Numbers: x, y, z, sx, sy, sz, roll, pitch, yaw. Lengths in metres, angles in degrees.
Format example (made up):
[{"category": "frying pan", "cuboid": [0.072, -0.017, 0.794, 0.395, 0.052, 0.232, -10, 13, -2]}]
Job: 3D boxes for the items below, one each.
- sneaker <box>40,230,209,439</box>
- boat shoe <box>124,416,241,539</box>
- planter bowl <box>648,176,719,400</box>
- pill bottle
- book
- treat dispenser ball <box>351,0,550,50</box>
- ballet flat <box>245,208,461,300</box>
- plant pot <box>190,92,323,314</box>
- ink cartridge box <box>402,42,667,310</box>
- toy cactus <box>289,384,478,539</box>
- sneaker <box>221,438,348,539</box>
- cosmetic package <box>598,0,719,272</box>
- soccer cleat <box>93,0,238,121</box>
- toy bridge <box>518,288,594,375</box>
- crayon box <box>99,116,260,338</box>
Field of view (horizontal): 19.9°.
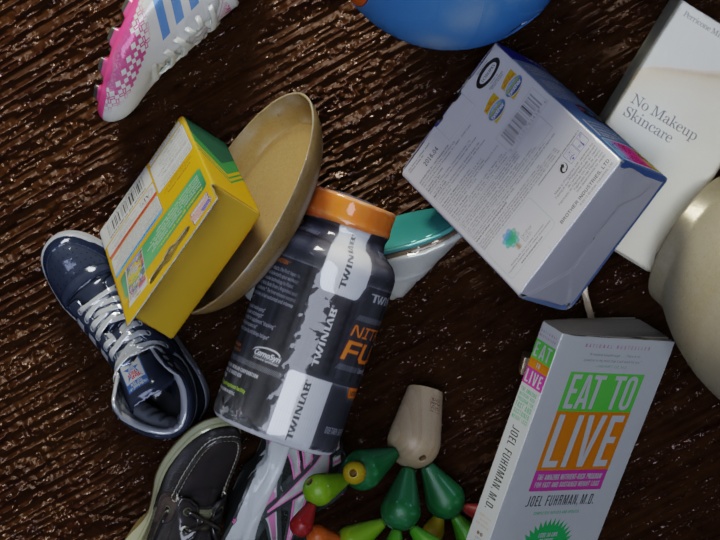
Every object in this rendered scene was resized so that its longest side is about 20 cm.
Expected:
[{"category": "sneaker", "cuboid": [-0.200, 0.055, 1.708, 0.070, 0.109, 0.200, -37, 96, 9]}, {"category": "boat shoe", "cuboid": [-0.144, 0.211, 1.732, 0.073, 0.065, 0.201, 1, 129, -37]}, {"category": "planter bowl", "cuboid": [0.317, 0.006, 1.641, 0.135, 0.200, 0.201, 36, 102, 24]}, {"category": "pill bottle", "cuboid": [-0.037, 0.037, 1.627, 0.106, 0.106, 0.201, 19, 91, 0]}, {"category": "book", "cuboid": [0.168, 0.138, 1.687, 0.133, 0.048, 0.201, 2, 112, -42]}, {"category": "treat dispenser ball", "cuboid": [0.069, -0.271, 1.584, 0.199, 0.201, 0.202, 1, 101, 3]}, {"category": "ballet flat", "cuboid": [0.000, 0.000, 1.716, 0.199, 0.069, 0.070, -15, 99, 10]}, {"category": "plant pot", "cuboid": [-0.087, -0.049, 1.645, 0.027, 0.200, 0.201, 31, 102, -22]}, {"category": "ink cartridge box", "cuboid": [0.127, -0.085, 1.634, 0.137, 0.076, 0.200, -53, 54, 15]}, {"category": "toy cactus", "cuboid": [0.039, 0.178, 1.714, 0.199, 0.102, 0.166, 18, 76, -24]}, {"category": "sneaker", "cuboid": [-0.043, 0.153, 1.743, 0.086, 0.080, 0.201, 22, 110, -11]}, {"category": "cosmetic package", "cuboid": [0.247, -0.112, 1.669, 0.103, 0.073, 0.201, 29, 102, -2]}, {"category": "soccer cleat", "cuboid": [-0.152, -0.205, 1.677, 0.086, 0.070, 0.201, 23, 101, -1]}, {"category": "toy bridge", "cuboid": [0.167, 0.086, 1.733, 0.067, 0.027, 0.201, 12, 101, 0]}, {"category": "crayon box", "cuboid": [-0.145, -0.031, 1.642, 0.051, 0.200, 0.126, 32, 102, -23]}]
